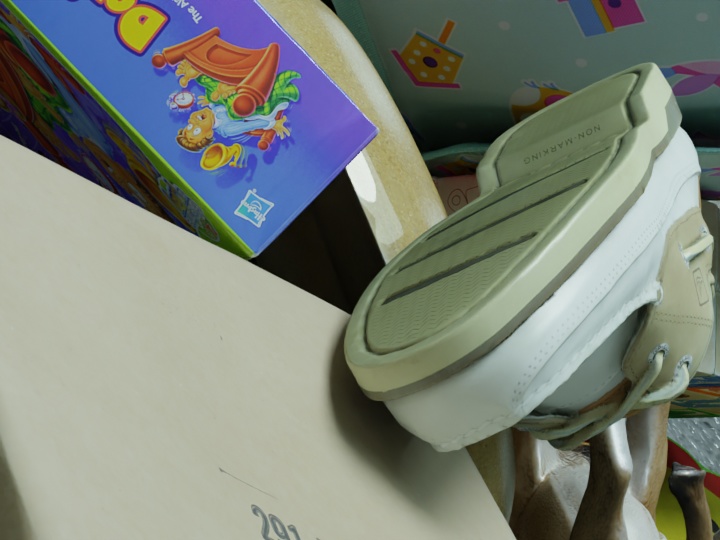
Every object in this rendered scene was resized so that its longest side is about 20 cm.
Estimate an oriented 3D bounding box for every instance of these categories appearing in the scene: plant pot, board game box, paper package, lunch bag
[{"bbox_3d":[0.000,0.000,0.800,0.200,0.027,0.201,158,-90,-79],"label":"plant pot"},{"bbox_3d":[-0.076,-0.058,0.739,0.135,0.045,0.200,46,-12,-5],"label":"board game box"},{"bbox_3d":[-0.047,0.078,0.580,0.200,0.103,0.191,28,27,-46],"label":"paper package"},{"bbox_3d":[0.085,-0.090,0.892,0.201,0.169,0.122,73,23,-44],"label":"lunch bag"}]

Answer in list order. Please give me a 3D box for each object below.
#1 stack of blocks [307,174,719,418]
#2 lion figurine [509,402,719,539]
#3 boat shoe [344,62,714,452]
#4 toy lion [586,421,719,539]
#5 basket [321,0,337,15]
[{"bbox_3d":[0.081,0.012,0.956,0.200,0.115,0.059,13,77,-52],"label":"stack of blocks"},{"bbox_3d":[0.071,0.086,0.790,0.072,0.123,0.200,9,9,-1],"label":"lion figurine"},{"bbox_3d":[0.056,0.006,0.687,0.069,0.074,0.200,62,25,-9],"label":"boat shoe"},{"bbox_3d":[0.147,0.139,0.990,0.191,0.069,0.200,23,29,-39],"label":"toy lion"},{"bbox_3d":[-0.046,-0.131,0.985,0.181,0.136,0.200,53,15,17],"label":"basket"}]
